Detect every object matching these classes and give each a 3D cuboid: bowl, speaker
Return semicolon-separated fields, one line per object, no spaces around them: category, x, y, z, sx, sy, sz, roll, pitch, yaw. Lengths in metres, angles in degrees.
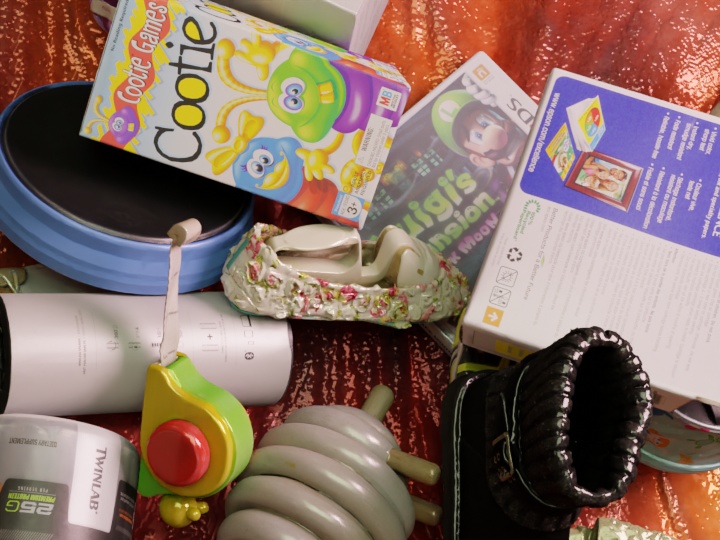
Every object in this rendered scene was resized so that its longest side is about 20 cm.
bowl;-0.167;-0.065;0.995;0.198;0.040;0.202;16;35;-12
speaker;-0.149;0.055;0.950;0.197;0.081;0.082;-1;67;-28

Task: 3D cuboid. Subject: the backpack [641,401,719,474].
backpack;0.226;0.041;1.003;0.176;0.151;0.201;-23;62;-25

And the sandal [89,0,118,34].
sandal;-0.165;-0.177;1.067;0.050;0.083;0.203;-37;75;-20

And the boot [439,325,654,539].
boot;0.115;0.149;0.855;0.078;0.157;0.215;-5;82;-28

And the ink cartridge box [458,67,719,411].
ink cartridge box;0.188;-0.015;0.926;0.197;0.047;0.200;19;68;8

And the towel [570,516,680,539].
towel;0.221;0.254;0.932;0.197;0.037;0.150;14;65;0

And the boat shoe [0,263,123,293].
boat shoe;-0.248;0.036;0.978;0.198;0.069;0.075;-25;74;-18

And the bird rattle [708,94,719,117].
bird rattle;0.320;-0.125;1.077;0.163;0.200;0.113;-41;77;3

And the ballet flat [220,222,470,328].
ballet flat;0.000;0.000;0.978;0.197;0.064;0.076;0;41;-29

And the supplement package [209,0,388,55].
supplement package;-0.042;-0.260;1.086;0.149;0.152;0.202;23;66;2

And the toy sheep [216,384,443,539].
toy sheep;-0.022;0.158;0.935;0.137;0.138;0.201;31;51;4

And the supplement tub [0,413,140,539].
supplement tub;-0.208;0.202;0.887;0.121;0.123;0.203;6;67;-6

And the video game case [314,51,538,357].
video game case;0.088;-0.050;1.092;0.200;0.023;0.182;-41;79;-21

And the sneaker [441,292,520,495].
sneaker;0.083;0.108;0.991;0.074;0.076;0.203;14;67;-25

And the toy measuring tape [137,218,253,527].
toy measuring tape;-0.098;0.072;0.893;0.072;0.074;0.203;7;106;-6

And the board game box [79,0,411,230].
board game box;-0.079;-0.118;0.968;0.197;0.105;0.104;18;103;-10
